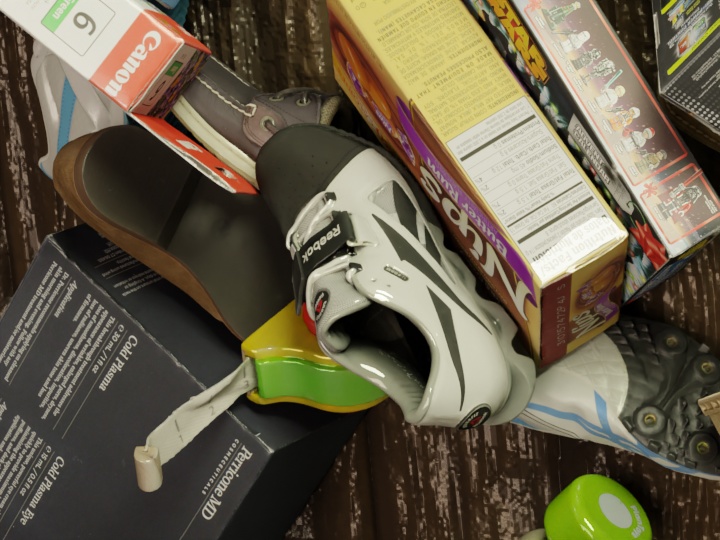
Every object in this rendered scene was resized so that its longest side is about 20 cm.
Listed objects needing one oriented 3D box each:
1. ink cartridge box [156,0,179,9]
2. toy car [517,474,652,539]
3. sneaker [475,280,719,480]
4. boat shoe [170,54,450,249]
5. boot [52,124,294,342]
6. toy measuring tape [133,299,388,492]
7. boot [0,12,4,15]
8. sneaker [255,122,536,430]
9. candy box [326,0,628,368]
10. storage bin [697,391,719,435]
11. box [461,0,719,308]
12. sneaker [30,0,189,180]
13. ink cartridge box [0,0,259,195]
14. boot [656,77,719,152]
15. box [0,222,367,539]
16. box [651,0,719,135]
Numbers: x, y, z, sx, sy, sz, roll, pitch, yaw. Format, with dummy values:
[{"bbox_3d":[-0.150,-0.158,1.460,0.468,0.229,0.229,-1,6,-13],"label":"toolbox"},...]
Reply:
[{"bbox_3d":[-0.101,-0.262,1.472,0.128,0.125,0.200,39,93,18],"label":"ink cartridge box"},{"bbox_3d":[0.122,0.241,1.483,0.200,0.158,0.164,44,124,2],"label":"toy car"},{"bbox_3d":[0.118,0.059,1.488,0.199,0.072,0.073,22,155,17],"label":"sneaker"},{"bbox_3d":[-0.026,-0.067,1.541,0.200,0.072,0.065,41,110,19],"label":"boat shoe"},{"bbox_3d":[-0.083,-0.013,1.562,0.200,0.074,0.075,38,163,-23],"label":"boot"},{"bbox_3d":[-0.031,0.061,1.500,0.073,0.200,0.074,28,139,28],"label":"toy measuring tape"},{"bbox_3d":[-0.245,-0.214,1.573,0.069,0.173,0.201,40,128,56],"label":"boot"},{"bbox_3d":[0.000,0.000,1.444,0.200,0.088,0.074,48,123,25],"label":"sneaker"},{"bbox_3d":[0.058,-0.060,1.439,0.056,0.117,0.201,-30,70,-9],"label":"candy box"},{"bbox_3d":[0.252,0.123,1.336,0.093,0.199,0.201,-29,85,-1],"label":"storage bin"},{"bbox_3d":[0.103,-0.086,1.417,0.040,0.137,0.201,-30,83,-11],"label":"box"},{"bbox_3d":[-0.143,-0.134,1.593,0.080,0.076,0.201,13,107,31],"label":"sneaker"},{"bbox_3d":[-0.123,-0.118,1.471,0.200,0.109,0.050,38,94,3],"label":"ink cartridge box"},{"bbox_3d":[0.207,-0.055,1.338,0.199,0.154,0.073,24,113,24],"label":"boot"},{"bbox_3d":[-0.128,0.100,1.624,0.182,0.104,0.200,44,121,17],"label":"box"},{"bbox_3d":[0.211,-0.180,1.307,0.044,0.161,0.200,29,124,-21],"label":"box"}]
